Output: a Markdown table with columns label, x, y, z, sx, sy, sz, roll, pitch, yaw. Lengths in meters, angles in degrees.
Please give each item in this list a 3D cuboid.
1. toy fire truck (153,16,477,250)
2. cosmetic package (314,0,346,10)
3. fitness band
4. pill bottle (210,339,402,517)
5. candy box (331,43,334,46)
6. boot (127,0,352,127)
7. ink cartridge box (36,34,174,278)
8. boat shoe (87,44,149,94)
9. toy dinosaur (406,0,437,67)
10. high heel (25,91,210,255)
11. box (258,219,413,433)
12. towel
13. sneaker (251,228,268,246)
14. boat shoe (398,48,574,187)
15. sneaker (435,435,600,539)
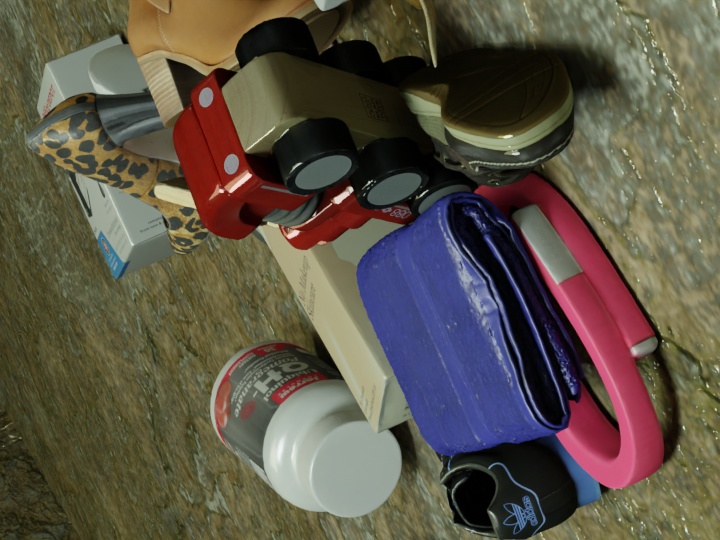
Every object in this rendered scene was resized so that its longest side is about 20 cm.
| label | x | y | z | sx | sy | sz | roll | pitch | yaw |
| --- | --- | --- | --- | --- | --- | --- | --- | --- | --- |
| toy fire truck | -0.059 | -0.062 | 1.188 | 0.200 | 0.176 | 0.129 | -37 | 62 | 30 |
| cosmetic package | -0.023 | -0.254 | 1.070 | 0.201 | 0.101 | 0.071 | 60 | 162 | 21 |
| fitness band | 0.120 | 0.033 | 1.135 | 0.201 | 0.037 | 0.144 | 60 | 164 | 21 |
| pill bottle | -0.043 | 0.135 | 1.603 | 0.200 | 0.110 | 0.111 | 29 | 139 | 62 |
| candy box | -0.084 | -0.181 | 1.402 | 0.201 | 0.061 | 0.136 | 62 | 161 | 11 |
| boot | -0.094 | -0.199 | 1.286 | 0.200 | 0.076 | 0.156 | -25 | 80 | 53 |
| ink cartridge box | -0.241 | -0.111 | 1.905 | 0.201 | 0.083 | 0.145 | 64 | 163 | 6 |
| boat shoe | -0.182 | -0.140 | 1.735 | 0.200 | 0.072 | 0.068 | 38 | 146 | 43 |
| toy dinosaur | 0.014 | -0.194 | 1.144 | 0.101 | 0.058 | 0.200 | 58 | 175 | -27 |
| high heel | -0.184 | -0.068 | 1.482 | 0.200 | 0.142 | 0.072 | 98 | 156 | -53 |
| box | 0.000 | 0.000 | 1.343 | 0.201 | 0.077 | 0.095 | 59 | 162 | 25 |
| towel | 0.065 | 0.035 | 1.163 | 0.148 | 0.049 | 0.200 | 67 | 161 | 3 |
| sneaker | -0.070 | -0.061 | 1.514 | 0.200 | 0.074 | 0.107 | -118 | 12 | -46 |
| boat shoe | 0.078 | -0.080 | 1.061 | 0.065 | 0.073 | 0.200 | 61 | 176 | -18 |
| sneaker | 0.080 | 0.132 | 1.279 | 0.200 | 0.078 | 0.070 | 7 | 119 | 69 |
